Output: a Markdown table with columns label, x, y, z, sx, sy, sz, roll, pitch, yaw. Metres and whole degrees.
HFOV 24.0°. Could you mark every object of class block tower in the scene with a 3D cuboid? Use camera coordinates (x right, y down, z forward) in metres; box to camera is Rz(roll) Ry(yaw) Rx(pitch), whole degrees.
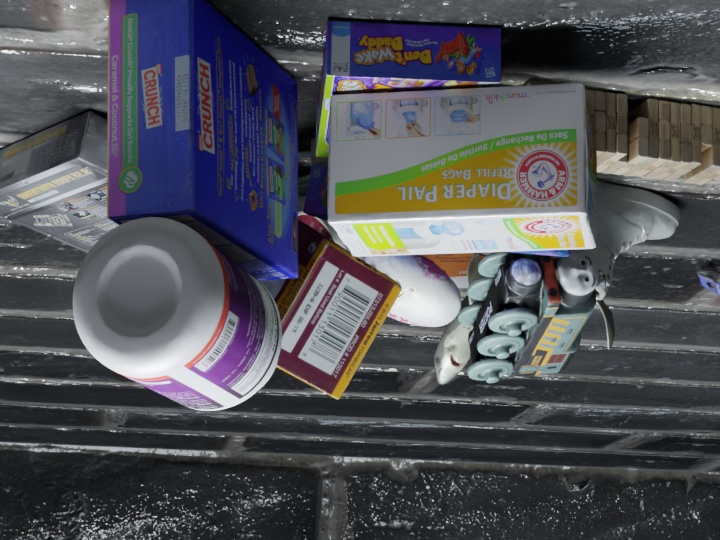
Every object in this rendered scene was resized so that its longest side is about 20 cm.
| label | x | y | z | sx | sy | sz | roll | pitch | yaw |
| --- | --- | --- | --- | --- | --- | --- | --- | --- | --- |
| block tower | 0.223 | -0.113 | 1.429 | 0.197 | 0.059 | 0.054 | 7 | 164 | -17 |

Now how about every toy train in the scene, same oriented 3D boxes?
| label | x | y | z | sx | sy | sz | roll | pitch | yaw |
| --- | --- | --- | --- | --- | --- | --- | --- | --- | --- |
| toy train | 0.159 | 0.041 | 1.593 | 0.112 | 0.086 | 0.201 | -5 | 154 | -11 |

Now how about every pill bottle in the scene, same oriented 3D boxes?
| label | x | y | z | sx | sy | sz | roll | pitch | yaw |
| --- | --- | --- | --- | --- | --- | --- | --- | --- | --- |
| pill bottle | -0.126 | 0.039 | 1.250 | 0.111 | 0.114 | 0.200 | -2 | 165 | 14 |

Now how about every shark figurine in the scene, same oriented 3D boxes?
| label | x | y | z | sx | sy | sz | roll | pitch | yaw |
| --- | --- | --- | --- | --- | --- | --- | --- | --- | --- |
| shark figurine | 0.161 | 0.026 | 1.728 | 0.212 | 0.130 | 0.089 | -13 | -164 | -17 |

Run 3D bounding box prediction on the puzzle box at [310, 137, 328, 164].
| label | x | y | z | sx | sy | sz | roll | pitch | yaw |
| --- | --- | --- | --- | --- | --- | --- | --- | --- | --- |
| puzzle box | 0.070 | -0.101 | 1.552 | 0.198 | 0.026 | 0.133 | -5 | 164 | 25 |

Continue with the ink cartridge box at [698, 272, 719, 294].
| label | x | y | z | sx | sy | sz | roll | pitch | yaw |
| --- | --- | --- | --- | --- | --- | --- | --- | --- | --- |
| ink cartridge box | 0.481 | 0.024 | 1.902 | 0.197 | 0.077 | 0.136 | -4 | 164 | 15 |

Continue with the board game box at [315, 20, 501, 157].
| label | x | y | z | sx | sy | sz | roll | pitch | yaw |
| --- | --- | --- | --- | --- | --- | --- | --- | --- | --- |
| board game box | 0.034 | -0.140 | 1.363 | 0.133 | 0.045 | 0.200 | 2 | 166 | -3 |

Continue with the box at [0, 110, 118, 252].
| label | x | y | z | sx | sy | sz | roll | pitch | yaw |
| --- | --- | --- | --- | --- | --- | --- | --- | --- | --- |
| box | -0.247 | -0.075 | 1.588 | 0.157 | 0.049 | 0.199 | 26 | 154 | -35 |

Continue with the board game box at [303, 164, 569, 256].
| label | x | y | z | sx | sy | sz | roll | pitch | yaw |
| --- | --- | --- | --- | --- | --- | --- | --- | --- | --- |
| board game box | 0.069 | -0.053 | 1.484 | 0.198 | 0.045 | 0.134 | 6 | 174 | 41 |

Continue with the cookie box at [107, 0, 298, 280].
| label | x | y | z | sx | sy | sz | roll | pitch | yaw |
| --- | --- | --- | --- | --- | --- | --- | --- | --- | --- |
| cookie box | -0.116 | -0.097 | 1.295 | 0.074 | 0.173 | 0.200 | -7 | 163 | 19 |

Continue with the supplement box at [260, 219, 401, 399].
| label | x | y | z | sx | sy | sz | roll | pitch | yaw |
| --- | --- | --- | --- | --- | --- | --- | --- | --- | --- |
| supplement box | -0.060 | 0.017 | 1.461 | 0.085 | 0.111 | 0.200 | 31 | -179 | -28 |

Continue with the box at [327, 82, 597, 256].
| label | x | y | z | sx | sy | sz | roll | pitch | yaw |
| --- | --- | --- | --- | --- | --- | --- | --- | --- | --- |
| box | 0.081 | -0.075 | 1.310 | 0.197 | 0.103 | 0.113 | -2 | 166 | 10 |

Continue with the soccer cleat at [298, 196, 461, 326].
| label | x | y | z | sx | sy | sz | roll | pitch | yaw |
| --- | --- | --- | --- | --- | --- | --- | --- | --- | --- |
| soccer cleat | 0.000 | 0.000 | 1.610 | 0.199 | 0.070 | 0.086 | 30 | -160 | 9 |

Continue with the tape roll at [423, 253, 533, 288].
| label | x | y | z | sx | sy | sz | roll | pitch | yaw |
| --- | --- | --- | --- | --- | --- | --- | --- | --- | --- |
| tape roll | 0.093 | -0.036 | 1.724 | 0.197 | 0.067 | 0.200 | 2 | 166 | 0 |

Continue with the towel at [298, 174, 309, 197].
| label | x | y | z | sx | sy | sz | roll | pitch | yaw |
| --- | --- | --- | --- | --- | --- | --- | --- | --- | --- |
| towel | -0.115 | -0.068 | 1.711 | 0.197 | 0.024 | 0.153 | -3 | 166 | 11 |

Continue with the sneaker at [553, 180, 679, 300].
| label | x | y | z | sx | sy | sz | roll | pitch | yaw |
| --- | --- | --- | --- | --- | --- | --- | --- | --- | --- |
| sneaker | 0.237 | -0.024 | 1.661 | 0.198 | 0.117 | 0.073 | 10 | 162 | -36 |
